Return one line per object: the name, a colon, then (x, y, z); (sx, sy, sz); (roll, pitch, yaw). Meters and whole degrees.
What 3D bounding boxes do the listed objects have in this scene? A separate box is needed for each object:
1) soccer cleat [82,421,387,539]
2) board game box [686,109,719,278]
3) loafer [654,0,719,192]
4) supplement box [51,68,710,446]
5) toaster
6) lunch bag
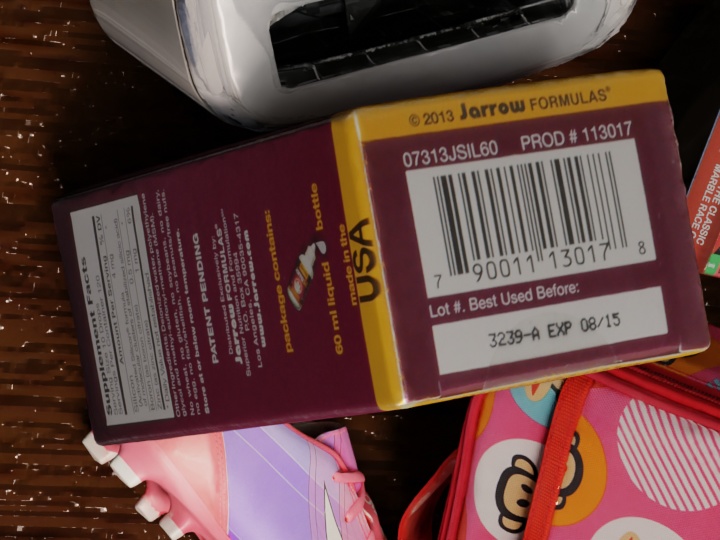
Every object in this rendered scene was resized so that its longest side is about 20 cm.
soccer cleat: (-0.015, 0.098, 1.044); (0.076, 0.067, 0.200); (-43, 117, -7)
board game box: (0.177, -0.039, 1.034); (0.200, 0.019, 0.103); (10, 102, -56)
loafer: (0.113, -0.026, 1.039); (0.200, 0.076, 0.067); (-45, 113, 0)
supplement box: (0.000, 0.000, 0.908); (0.110, 0.200, 0.086); (-9, 88, -30)
toaster: (-0.007, -0.114, 0.927); (0.200, 0.129, 0.114); (-15, 114, -16)
lunch bag: (0.091, 0.112, 0.989); (0.082, 0.176, 0.200); (-27, 134, -54)
